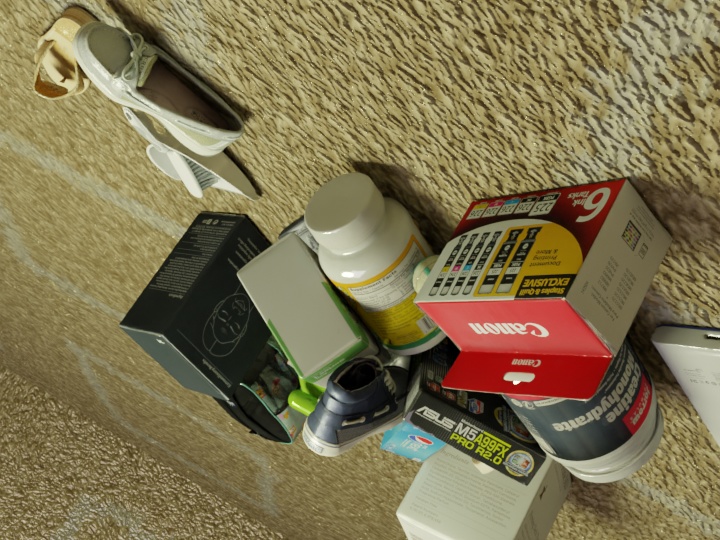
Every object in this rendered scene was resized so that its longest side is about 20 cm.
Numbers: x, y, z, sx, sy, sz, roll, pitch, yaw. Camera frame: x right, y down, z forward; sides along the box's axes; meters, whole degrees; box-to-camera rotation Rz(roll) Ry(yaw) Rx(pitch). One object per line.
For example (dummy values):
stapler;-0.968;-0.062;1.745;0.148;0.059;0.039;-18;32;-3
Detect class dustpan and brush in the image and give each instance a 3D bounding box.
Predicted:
dustpan and brush;-0.220;-0.142;1.239;0.138;0.058;0.201;16;151;33

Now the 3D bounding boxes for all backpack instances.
backpack;-0.155;0.176;1.645;0.175;0.153;0.201;11;139;44

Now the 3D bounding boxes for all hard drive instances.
hard drive;0.390;0.129;1.035;0.131;0.025;0.200;5;143;48

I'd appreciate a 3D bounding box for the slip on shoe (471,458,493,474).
slip on shoe;0.167;0.195;1.302;0.061;0.076;0.200;53;-163;-2

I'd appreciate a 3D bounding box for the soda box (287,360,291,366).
soda box;-0.009;0.161;1.547;0.199;0.064;0.070;34;156;0

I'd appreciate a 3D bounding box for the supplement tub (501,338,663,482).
supplement tub;0.222;0.115;1.074;0.139;0.141;0.200;6;145;46

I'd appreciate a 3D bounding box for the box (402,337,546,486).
box;0.132;0.147;1.199;0.159;0.045;0.200;28;-160;-3

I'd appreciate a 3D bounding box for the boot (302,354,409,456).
boot;0.017;0.133;1.163;0.072;0.199;0.091;35;121;17

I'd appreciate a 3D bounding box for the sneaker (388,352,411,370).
sneaker;0.081;0.140;1.402;0.090;0.077;0.200;19;163;14

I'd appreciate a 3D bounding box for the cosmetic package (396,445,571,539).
cosmetic package;0.177;0.320;1.445;0.165;0.201;0.168;20;154;27

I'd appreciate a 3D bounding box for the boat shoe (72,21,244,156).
boat shoe;-0.215;-0.201;1.114;0.201;0.075;0.064;39;150;-23

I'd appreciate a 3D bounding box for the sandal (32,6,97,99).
sandal;-0.361;-0.239;1.220;0.077;0.070;0.211;39;156;-14

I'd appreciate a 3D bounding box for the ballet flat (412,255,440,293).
ballet flat;0.125;0.051;1.115;0.199;0.068;0.062;33;-169;-42

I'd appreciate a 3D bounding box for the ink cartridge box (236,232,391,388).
ink cartridge box;-0.048;0.057;1.197;0.147;0.084;0.200;56;-178;17

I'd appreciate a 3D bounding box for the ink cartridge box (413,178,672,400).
ink cartridge box;0.152;0.019;0.936;0.084;0.177;0.199;44;153;-26

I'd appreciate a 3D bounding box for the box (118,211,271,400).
box;-0.198;0.046;1.395;0.106;0.201;0.149;6;145;45

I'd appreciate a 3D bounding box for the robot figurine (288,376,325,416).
robot figurine;-0.028;0.142;1.426;0.114;0.176;0.202;-1;119;19

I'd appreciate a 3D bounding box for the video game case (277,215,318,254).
video game case;0.000;0.000;1.288;0.199;0.019;0.143;38;156;-13

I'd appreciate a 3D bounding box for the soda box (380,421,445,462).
soda box;0.080;0.195;1.350;0.063;0.069;0.200;19;159;-4

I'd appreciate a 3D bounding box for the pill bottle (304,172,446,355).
pill bottle;0.023;-0.008;1.126;0.112;0.113;0.200;10;148;42
